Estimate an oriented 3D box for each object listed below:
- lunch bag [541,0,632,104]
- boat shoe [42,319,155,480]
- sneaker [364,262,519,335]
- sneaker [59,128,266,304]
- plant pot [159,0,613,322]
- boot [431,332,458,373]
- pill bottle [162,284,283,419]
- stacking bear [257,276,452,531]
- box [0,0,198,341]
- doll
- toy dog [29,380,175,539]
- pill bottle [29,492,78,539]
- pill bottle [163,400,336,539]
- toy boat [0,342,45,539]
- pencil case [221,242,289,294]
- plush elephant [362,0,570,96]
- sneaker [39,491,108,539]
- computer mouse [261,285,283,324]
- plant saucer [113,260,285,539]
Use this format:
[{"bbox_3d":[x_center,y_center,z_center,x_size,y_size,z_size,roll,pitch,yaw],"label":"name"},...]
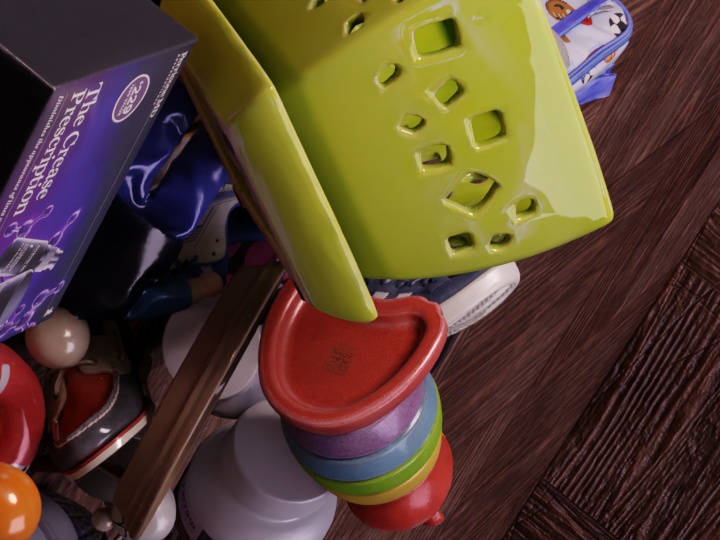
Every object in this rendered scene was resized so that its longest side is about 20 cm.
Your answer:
[{"bbox_3d":[0.101,-0.168,1.785,0.200,0.160,0.076,-37,161,-44],"label":"lunch bag"},{"bbox_3d":[-0.170,0.069,1.558,0.071,0.063,0.200,-31,-164,8],"label":"boat shoe"},{"bbox_3d":[0.016,0.018,1.724,0.200,0.085,0.075,-27,171,29],"label":"sneaker"},{"bbox_3d":[-0.128,-0.015,1.583,0.200,0.088,0.075,-40,165,-35],"label":"sneaker"},{"bbox_3d":[0.004,-0.103,1.416,0.181,0.200,0.199,-28,126,-4],"label":"plant pot"},{"bbox_3d":[0.019,0.058,1.825,0.158,0.079,0.211,-50,162,-37],"label":"boot"},{"bbox_3d":[-0.077,0.053,1.874,0.113,0.112,0.200,-54,166,11],"label":"pill bottle"},{"bbox_3d":[0.009,0.105,1.666,0.114,0.121,0.200,-59,151,-23],"label":"stacking bear"},{"bbox_3d":[-0.188,-0.052,1.314,0.200,0.079,0.141,-59,167,28],"label":"box"},{"bbox_3d":[-0.135,-0.025,1.508,0.200,0.136,0.048,-56,-151,-2],"label":"doll"},{"bbox_3d":[-0.184,0.142,1.738,0.096,0.132,0.200,-13,174,-6],"label":"toy dog"},{"bbox_3d":[-0.270,0.209,1.639,0.111,0.111,0.200,-57,165,23],"label":"pill bottle"},{"bbox_3d":[-0.082,0.176,1.806,0.112,0.112,0.200,-42,169,-37],"label":"pill bottle"},{"bbox_3d":[-0.240,0.113,1.450,0.131,0.131,0.200,-53,166,9],"label":"toy boat"},{"bbox_3d":[-0.049,-0.044,1.782,0.090,0.094,0.200,-8,-173,26],"label":"pencil case"},{"bbox_3d":[0.013,-0.119,1.618,0.200,0.165,0.155,-32,-159,21],"label":"plush elephant"},{"bbox_3d":[-0.265,0.225,1.826,0.200,0.075,0.087,-24,161,-50],"label":"sneaker"},{"bbox_3d":[0.000,0.000,1.663,0.200,0.034,0.059,-28,-165,41],"label":"computer mouse"},{"bbox_3d":[-0.104,0.077,1.573,0.201,0.029,0.200,-61,-179,2],"label":"plant saucer"}]
